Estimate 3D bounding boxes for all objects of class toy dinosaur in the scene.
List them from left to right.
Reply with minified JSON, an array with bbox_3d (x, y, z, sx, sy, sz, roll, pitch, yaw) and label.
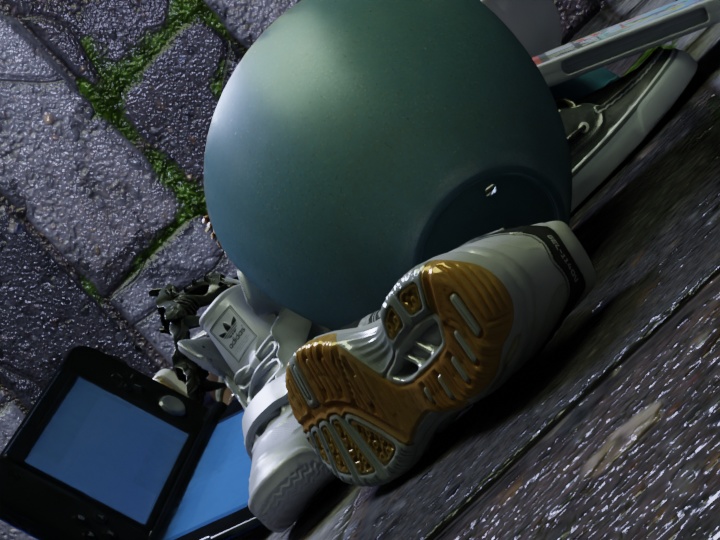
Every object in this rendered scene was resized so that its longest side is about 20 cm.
[{"bbox_3d":[-0.075,0.036,1.317,0.135,0.103,0.200,-22,28,-10],"label":"toy dinosaur"}]

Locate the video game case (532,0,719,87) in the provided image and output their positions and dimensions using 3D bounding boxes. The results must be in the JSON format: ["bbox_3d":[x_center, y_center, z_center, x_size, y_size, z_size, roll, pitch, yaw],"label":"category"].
[{"bbox_3d":[0.174,-0.152,1.181,0.199,0.018,0.143,-20,7,7],"label":"video game case"}]

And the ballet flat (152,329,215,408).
[{"bbox_3d":[-0.125,0.091,1.454,0.200,0.073,0.073,-44,3,17],"label":"ballet flat"}]

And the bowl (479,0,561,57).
[{"bbox_3d":[0.071,-0.130,1.366,0.200,0.075,0.200,-44,0,25],"label":"bowl"}]

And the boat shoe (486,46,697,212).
[{"bbox_3d":[0.126,-0.073,1.126,0.200,0.057,0.069,-45,3,-3],"label":"boat shoe"}]

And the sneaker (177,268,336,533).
[{"bbox_3d":[-0.052,0.068,1.015,0.075,0.115,0.200,-49,1,18],"label":"sneaker"}]

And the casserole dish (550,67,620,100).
[{"bbox_3d":[0.108,-0.087,1.312,0.200,0.039,0.121,-42,0,38],"label":"casserole dish"}]

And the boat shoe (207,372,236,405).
[{"bbox_3d":[-0.018,0.051,1.367,0.200,0.076,0.072,-43,-39,-8],"label":"boat shoe"}]

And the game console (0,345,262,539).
[{"bbox_3d":[-0.117,0.095,1.137,0.119,0.170,0.200,-60,4,26],"label":"game console"}]

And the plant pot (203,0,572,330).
[{"bbox_3d":[0.034,-0.040,0.956,0.200,0.200,0.135,-45,40,-1],"label":"plant pot"}]

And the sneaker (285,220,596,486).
[{"bbox_3d":[0.037,0.038,0.820,0.087,0.076,0.200,-28,-4,-33],"label":"sneaker"}]

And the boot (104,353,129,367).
[{"bbox_3d":[-0.202,0.193,1.362,0.201,0.068,0.189,97,169,-49],"label":"boot"}]
